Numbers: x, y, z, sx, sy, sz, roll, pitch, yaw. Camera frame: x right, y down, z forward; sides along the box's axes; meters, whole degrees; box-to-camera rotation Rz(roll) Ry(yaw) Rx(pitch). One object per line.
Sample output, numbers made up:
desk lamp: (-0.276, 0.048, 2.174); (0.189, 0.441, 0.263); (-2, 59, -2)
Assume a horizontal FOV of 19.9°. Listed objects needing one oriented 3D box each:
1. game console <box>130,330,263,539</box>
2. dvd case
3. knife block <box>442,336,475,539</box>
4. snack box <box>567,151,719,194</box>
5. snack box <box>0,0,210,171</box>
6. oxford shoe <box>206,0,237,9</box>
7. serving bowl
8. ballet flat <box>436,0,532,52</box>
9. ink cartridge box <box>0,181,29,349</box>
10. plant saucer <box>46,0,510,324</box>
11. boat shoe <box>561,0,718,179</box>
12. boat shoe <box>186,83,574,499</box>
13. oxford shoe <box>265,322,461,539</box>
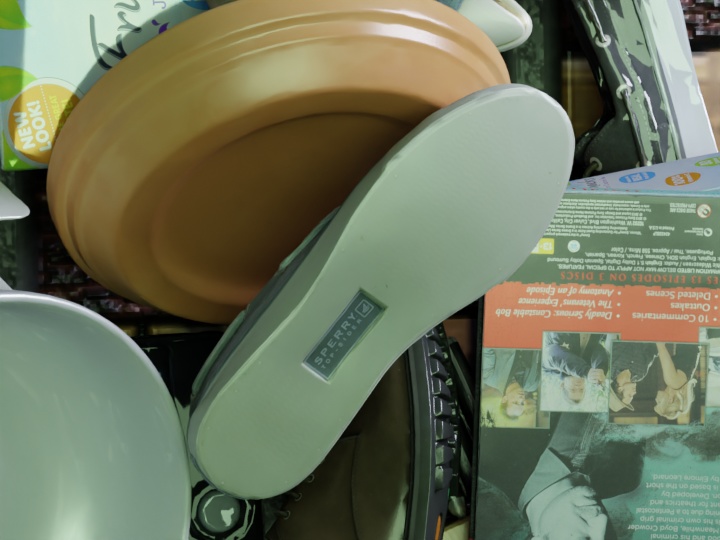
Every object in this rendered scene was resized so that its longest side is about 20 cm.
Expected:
game console: (-0.128, 0.121, 0.858); (0.199, 0.119, 0.173); (-4, 95, -15)
dvd case: (0.118, 0.066, 0.857); (0.145, 0.022, 0.201); (1, 98, 0)
knife block: (0.066, 0.135, 0.915); (0.199, 0.064, 0.176); (21, 86, 2)
snack box: (0.172, 0.034, 0.900); (0.199, 0.068, 0.169); (-12, 104, 4)
snack box: (-0.090, -0.148, 0.877); (0.142, 0.053, 0.201); (-4, 98, -6)
oxford shoe: (0.028, -0.147, 0.834); (0.199, 0.071, 0.074); (-23, 99, -6)
serving bowl: (-0.160, 0.100, 0.770); (0.200, 0.066, 0.201); (-15, 112, -43)
ballet flat: (0.063, -0.139, 0.905); (0.074, 0.074, 0.200); (34, 101, -13)
ink cartridge box: (-0.239, 0.006, 0.798); (0.200, 0.128, 0.125); (-45, 137, -9)
plant saucer: (-0.029, -0.037, 0.849); (0.199, 0.200, 0.038); (-8, 56, -14)
boat shoe: (0.126, -0.067, 0.949); (0.066, 0.070, 0.201); (-14, 99, 4)
boat shoe: (0.000, 0.001, 0.817); (0.070, 0.072, 0.201); (42, 91, -22)
oxford shoe: (0.000, 0.089, 0.853); (0.084, 0.073, 0.201); (0, 72, 11)
